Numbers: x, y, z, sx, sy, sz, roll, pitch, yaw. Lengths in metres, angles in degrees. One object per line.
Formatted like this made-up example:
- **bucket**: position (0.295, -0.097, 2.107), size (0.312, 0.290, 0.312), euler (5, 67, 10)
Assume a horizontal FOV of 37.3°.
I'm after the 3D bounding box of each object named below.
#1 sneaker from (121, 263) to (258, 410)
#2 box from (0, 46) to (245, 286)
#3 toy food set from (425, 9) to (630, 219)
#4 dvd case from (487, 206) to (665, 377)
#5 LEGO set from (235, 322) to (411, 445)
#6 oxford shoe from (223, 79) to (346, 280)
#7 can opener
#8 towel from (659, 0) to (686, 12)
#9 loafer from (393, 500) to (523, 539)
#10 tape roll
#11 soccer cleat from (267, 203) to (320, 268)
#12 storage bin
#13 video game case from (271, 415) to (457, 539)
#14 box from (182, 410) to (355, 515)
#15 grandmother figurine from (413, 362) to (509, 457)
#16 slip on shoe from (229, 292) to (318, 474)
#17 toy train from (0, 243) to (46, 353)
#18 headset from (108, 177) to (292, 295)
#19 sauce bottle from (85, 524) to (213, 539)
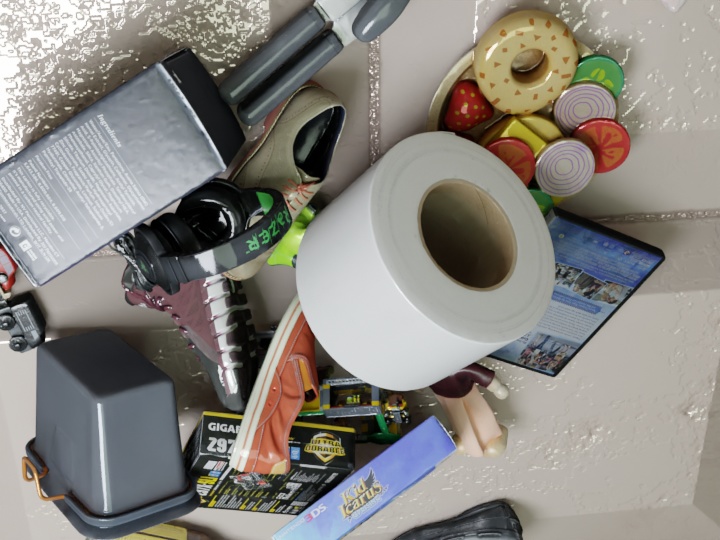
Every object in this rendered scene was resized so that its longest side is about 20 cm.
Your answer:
- **sneaker**: position (-0.172, 0.045, 1.050), size (0.115, 0.076, 0.202), euler (-12, 85, 13)
- **box**: position (-0.213, -0.095, 0.932), size (0.199, 0.148, 0.105), euler (-30, 104, 10)
- **toy food set**: position (0.162, -0.137, 1.029), size (0.197, 0.049, 0.200), euler (32, 110, -23)
- **dvd case**: position (0.202, 0.029, 1.114), size (0.142, 0.018, 0.200), euler (18, 128, -23)
- **LEGO set**: position (-0.044, 0.112, 1.123), size (0.198, 0.117, 0.154), euler (-8, 151, 14)
- **oxford shoe**: position (-0.075, -0.078, 0.983), size (0.070, 0.075, 0.201), euler (18, 99, -34)
- **can opener**: position (-0.037, -0.204, 0.947), size (0.200, 0.067, 0.053), euler (-40, 118, 3)
- **towel**: position (0.274, -0.359, 0.930), size (0.190, 0.032, 0.200), euler (30, 111, -21)
- **loafer**: position (0.100, 0.341, 1.275), size (0.199, 0.071, 0.068), euler (-25, 119, 6)
- **tape roll**: position (0.059, -0.006, 0.977), size (0.202, 0.204, 0.139), euler (26, 147, -21)
- **soccer cleat**: position (0.000, 0.000, 1.081), size (0.199, 0.068, 0.081), euler (26, 132, -21)
- **storage bin**: position (-0.258, 0.150, 1.046), size (0.145, 0.199, 0.136), euler (-13, 113, -34)
- **video game case**: position (0.009, 0.233, 1.123), size (0.199, 0.181, 0.046), euler (-36, 78, -4)
- **box**: position (-0.108, 0.208, 1.123), size (0.158, 0.050, 0.200), euler (10, 151, -14)
- **grandmother figurine**: position (0.100, 0.123, 1.138), size (0.120, 0.061, 0.201), euler (-8, 132, 28)
- **slip on shoe**: position (-0.067, 0.102, 1.018), size (0.061, 0.201, 0.074), euler (19, 154, -4)
- **toy train**: position (-0.357, -0.006, 1.039), size (0.045, 0.034, 0.201), euler (-19, 120, -1)
- **headset**: position (-0.145, -0.019, 0.942), size (0.199, 0.124, 0.095), euler (0, 121, 37)
- **sauce bottle**: position (-0.216, 0.327, 1.227), size (0.199, 0.065, 0.065), euler (17, 116, -15)
